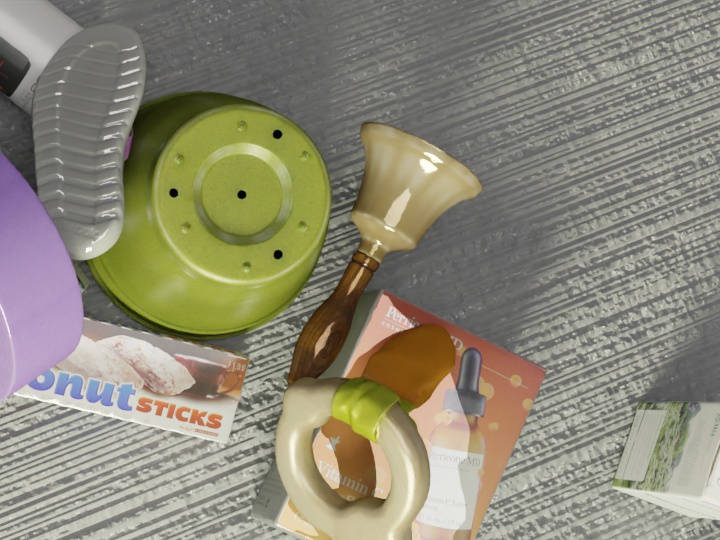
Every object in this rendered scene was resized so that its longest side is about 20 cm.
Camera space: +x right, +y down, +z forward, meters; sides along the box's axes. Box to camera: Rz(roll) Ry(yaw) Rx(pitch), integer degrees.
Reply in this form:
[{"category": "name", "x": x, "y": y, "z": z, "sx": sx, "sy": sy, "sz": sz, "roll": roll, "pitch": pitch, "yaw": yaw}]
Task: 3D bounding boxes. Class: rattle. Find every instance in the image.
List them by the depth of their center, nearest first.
[{"category": "rattle", "x": 0.015, "y": 0.160, "z": 1.414, "sx": 0.130, "sy": 0.143, "sz": 0.200, "roll": -7, "pitch": 107, "yaw": 18}]

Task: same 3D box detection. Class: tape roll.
[{"category": "tape roll", "x": -0.284, "y": -0.007, "z": 1.329, "sx": 0.066, "sy": 0.200, "sz": 0.200, "roll": -36, "pitch": 96, "yaw": -35}]

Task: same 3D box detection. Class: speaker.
[{"category": "speaker", "x": -0.292, "y": -0.199, "z": 1.443, "sx": 0.200, "sy": 0.081, "sz": 0.081, "roll": 38, "pitch": 79, "yaw": -9}]

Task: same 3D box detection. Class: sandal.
[{"category": "sandal", "x": -0.200, "y": -0.091, "z": 1.381, "sx": 0.082, "sy": 0.050, "sz": 0.203, "roll": 1, "pitch": 59, "yaw": 7}]

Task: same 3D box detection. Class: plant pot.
[{"category": "plant pot", "x": -0.105, "y": -0.048, "z": 1.421, "sx": 0.200, "sy": 0.193, "sz": 0.201, "roll": 1, "pitch": 87, "yaw": -13}]

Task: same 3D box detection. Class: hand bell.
[{"category": "hand bell", "x": 0.000, "y": 0.000, "z": 1.415, "sx": 0.104, "sy": 0.104, "sz": 0.200, "roll": 30, "pitch": 80, "yaw": -10}]

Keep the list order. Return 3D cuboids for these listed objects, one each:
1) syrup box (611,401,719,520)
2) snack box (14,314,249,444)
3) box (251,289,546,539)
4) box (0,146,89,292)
[{"category": "syrup box", "x": 0.278, "y": 0.152, "z": 1.498, "sx": 0.081, "sy": 0.200, "sz": 0.079, "roll": 21, "pitch": 82, "yaw": -11}, {"category": "snack box", "x": -0.191, "y": 0.077, "z": 1.475, "sx": 0.200, "sy": 0.024, "sz": 0.072, "roll": 14, "pitch": 95, "yaw": -12}, {"category": "box", "x": 0.029, "y": 0.136, "z": 1.488, "sx": 0.152, "sy": 0.106, "sz": 0.200, "roll": 25, "pitch": 82, "yaw": -11}, {"category": "box", "x": -0.269, "y": -0.062, "z": 1.406, "sx": 0.036, "sy": 0.144, "sz": 0.200, "roll": -34, "pitch": 95, "yaw": -5}]
